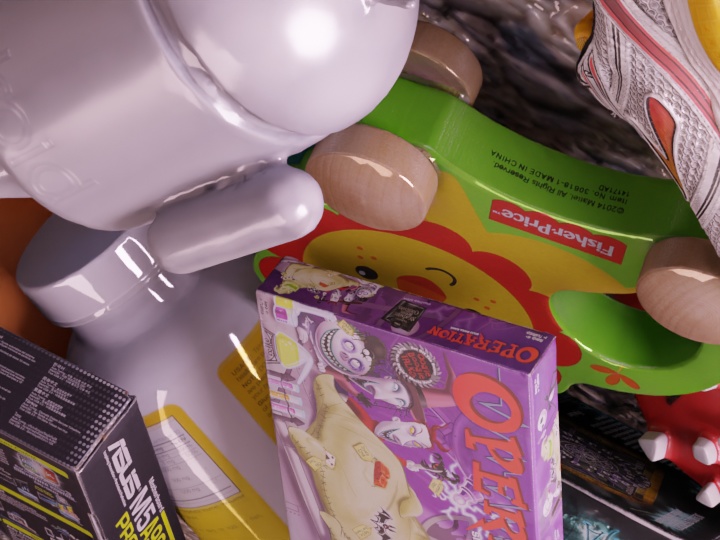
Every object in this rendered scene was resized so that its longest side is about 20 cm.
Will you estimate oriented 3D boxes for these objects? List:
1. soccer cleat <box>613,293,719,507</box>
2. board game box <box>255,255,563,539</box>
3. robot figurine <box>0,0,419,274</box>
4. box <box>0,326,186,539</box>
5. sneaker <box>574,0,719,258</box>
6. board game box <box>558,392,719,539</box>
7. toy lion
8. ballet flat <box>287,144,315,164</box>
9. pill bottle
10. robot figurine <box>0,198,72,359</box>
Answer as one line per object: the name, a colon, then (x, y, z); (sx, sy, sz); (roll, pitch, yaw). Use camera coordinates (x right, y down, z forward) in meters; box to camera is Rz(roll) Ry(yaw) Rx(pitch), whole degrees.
soccer cleat: (0.182, 0.072, 0.926); (0.200, 0.085, 0.069); (47, 142, 17)
board game box: (0.024, 0.093, 0.907); (0.119, 0.032, 0.201); (13, 132, 23)
robot figurine: (-0.060, -0.084, 0.787); (0.199, 0.171, 0.113); (-24, 171, 38)
box: (-0.175, 0.075, 1.020); (0.199, 0.044, 0.161); (24, 150, 24)
sneaker: (0.115, -0.063, 0.709); (0.082, 0.078, 0.201); (20, 148, 38)
board game box: (0.104, 0.092, 0.997); (0.135, 0.028, 0.200); (27, -172, 17)
toy lion: (0.054, -0.001, 0.874); (0.199, 0.069, 0.192); (19, 152, 8)
ballet flat: (-0.064, -0.079, 0.931); (0.200, 0.069, 0.071); (42, 171, -32)
pill bottle: (-0.060, 0.050, 1.016); (0.112, 0.112, 0.200); (1, 136, 53)
robot figurine: (-0.163, -0.002, 1.108); (0.116, 0.144, 0.200); (31, -172, -3)
